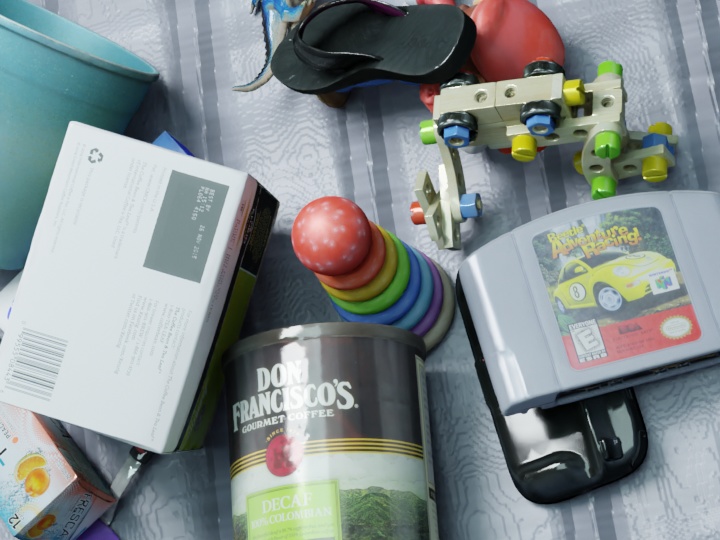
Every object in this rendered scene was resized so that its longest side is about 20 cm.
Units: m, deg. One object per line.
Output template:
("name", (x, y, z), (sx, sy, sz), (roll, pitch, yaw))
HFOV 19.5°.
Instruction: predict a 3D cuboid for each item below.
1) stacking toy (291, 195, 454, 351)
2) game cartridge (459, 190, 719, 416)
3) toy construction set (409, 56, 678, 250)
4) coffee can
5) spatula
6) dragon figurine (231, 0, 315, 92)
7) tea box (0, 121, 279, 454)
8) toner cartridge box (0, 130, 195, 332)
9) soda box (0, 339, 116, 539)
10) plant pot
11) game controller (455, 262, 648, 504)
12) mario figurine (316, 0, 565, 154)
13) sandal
("stacking toy", (0.000, 0.000, 1.477), (0.085, 0.200, 0.085), (-6, 71, 18))
("game cartridge", (0.177, 0.016, 1.471), (0.200, 0.041, 0.133), (-15, 64, -5))
("toy construction set", (0.120, -0.089, 1.503), (0.200, 0.131, 0.092), (-19, 57, 13))
("coffee can", (-0.019, 0.152, 1.465), (0.146, 0.146, 0.200), (-10, 71, 16))
("spatula", (-0.176, 0.157, 1.587), (0.057, 0.021, 0.200), (34, 86, 28))
("dragon figurine", (-0.066, -0.229, 1.651), (0.099, 0.059, 0.200), (27, 83, 25))
("tea box", (-0.155, 0.017, 1.492), (0.134, 0.197, 0.200), (17, 86, 6))
("toner cartridge box", (-0.187, -0.004, 1.630), (0.200, 0.043, 0.095), (-45, 65, 1))
("soda box", (-0.270, 0.122, 1.595), (0.068, 0.064, 0.200), (-42, 57, 2))
("plant pot", (-0.285, -0.110, 1.624), (0.200, 0.200, 0.188), (29, 98, 25))
("game controller", (0.134, 0.065, 1.505), (0.104, 0.042, 0.200), (-27, 65, 25))
("mario figurine", (0.065, -0.158, 1.589), (0.200, 0.106, 0.124), (4, 111, 31))
("sandal", (0.000, -0.173, 1.529), (0.200, 0.048, 0.075), (1, 65, 47))
